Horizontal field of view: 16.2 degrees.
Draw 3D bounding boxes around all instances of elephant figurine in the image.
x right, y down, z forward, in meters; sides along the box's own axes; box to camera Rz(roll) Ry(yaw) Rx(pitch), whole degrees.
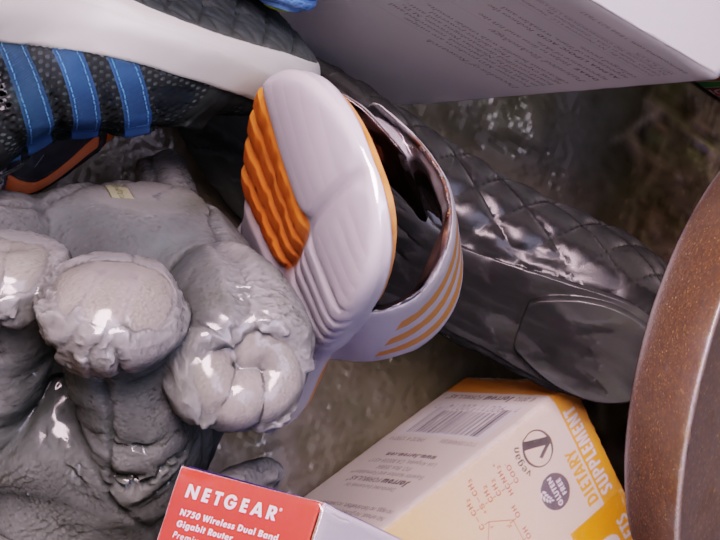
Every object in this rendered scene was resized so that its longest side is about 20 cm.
[{"bbox_3d":[-0.090,0.081,0.756,0.155,0.141,0.200,-6,111,-37],"label":"elephant figurine"}]

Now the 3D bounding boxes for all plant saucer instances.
[{"bbox_3d":[0.139,0.034,0.866,0.200,0.034,0.201,-33,130,-51],"label":"plant saucer"}]

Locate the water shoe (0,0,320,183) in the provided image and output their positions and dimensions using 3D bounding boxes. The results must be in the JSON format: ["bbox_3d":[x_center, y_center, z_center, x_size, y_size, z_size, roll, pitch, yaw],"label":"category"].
[{"bbox_3d":[-0.102,-0.062,0.735,0.200,0.072,0.079,8,122,-43],"label":"water shoe"}]

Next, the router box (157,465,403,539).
[{"bbox_3d":[-0.011,0.168,0.726,0.200,0.049,0.180,32,72,-57],"label":"router box"}]

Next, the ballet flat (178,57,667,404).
[{"bbox_3d":[0.022,-0.018,0.858,0.200,0.057,0.067,32,115,-1],"label":"ballet flat"}]

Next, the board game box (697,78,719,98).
[{"bbox_3d":[0.179,-0.090,0.892,0.134,0.200,0.029,30,74,-28],"label":"board game box"}]

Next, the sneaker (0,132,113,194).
[{"bbox_3d":[-0.120,-0.126,0.788,0.112,0.078,0.200,-31,116,-32],"label":"sneaker"}]

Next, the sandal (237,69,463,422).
[{"bbox_3d":[-0.002,-0.008,0.781,0.059,0.207,0.079,-12,75,-13],"label":"sandal"}]

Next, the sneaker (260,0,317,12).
[{"bbox_3d":[-0.024,-0.166,0.796,0.071,0.083,0.200,27,48,-25],"label":"sneaker"}]

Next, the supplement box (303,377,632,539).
[{"bbox_3d":[0.012,0.140,0.861,0.200,0.073,0.126,-36,107,-26],"label":"supplement box"}]

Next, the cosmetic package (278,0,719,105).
[{"bbox_3d":[0.042,-0.120,0.808,0.081,0.200,0.113,26,79,-28],"label":"cosmetic package"}]
